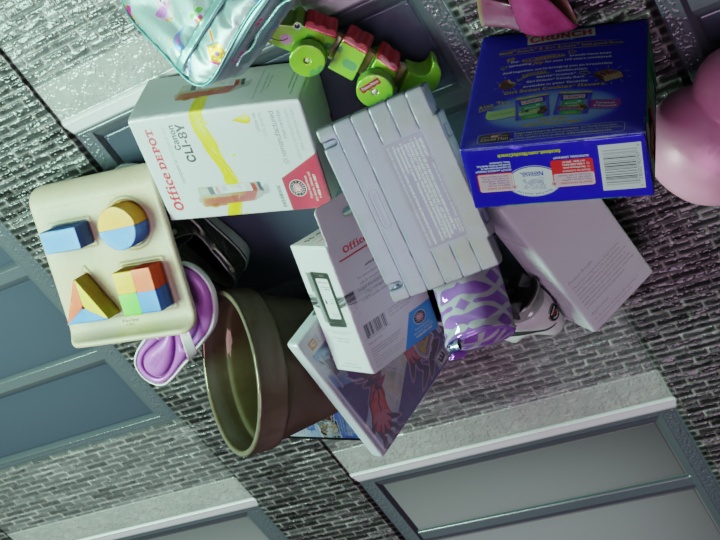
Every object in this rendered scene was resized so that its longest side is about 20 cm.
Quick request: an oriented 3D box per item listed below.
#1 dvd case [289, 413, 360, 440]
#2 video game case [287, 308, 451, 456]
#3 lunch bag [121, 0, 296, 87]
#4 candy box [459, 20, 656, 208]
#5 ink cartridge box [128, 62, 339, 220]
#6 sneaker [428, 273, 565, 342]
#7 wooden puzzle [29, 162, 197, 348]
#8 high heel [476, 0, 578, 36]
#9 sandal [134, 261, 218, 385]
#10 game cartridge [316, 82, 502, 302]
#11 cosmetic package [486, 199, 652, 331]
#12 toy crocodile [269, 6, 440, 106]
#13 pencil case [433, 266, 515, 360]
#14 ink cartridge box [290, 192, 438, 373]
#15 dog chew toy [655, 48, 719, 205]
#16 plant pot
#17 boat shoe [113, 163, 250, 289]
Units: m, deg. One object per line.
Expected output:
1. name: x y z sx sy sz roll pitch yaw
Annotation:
1. dvd case: -0.084 0.179 1.583 0.199 0.018 0.143 0 131 13
2. video game case: 0.021 0.090 1.375 0.023 0.182 0.200 4 138 47
3. lunch bag: -0.136 -0.285 1.105 0.160 0.077 0.200 50 129 12
4. candy box: 0.193 -0.152 1.099 0.169 0.200 0.077 -3 131 18
5. ink cartridge box: -0.133 -0.140 1.270 0.199 0.084 0.145 -4 131 17
6. sneaker: 0.150 0.051 1.341 0.088 0.074 0.200 39 160 -34
7. wooden puzzle: -0.296 -0.012 1.342 0.185 0.046 0.201 -8 100 27
8. high heel: 0.151 -0.304 1.065 0.096 0.068 0.200 8 148 20
9. sandal: -0.225 0.076 1.388 0.082 0.050 0.203 28 128 3
10. game cartridge: 0.053 -0.079 1.183 0.129 0.038 0.200 -21 102 16
11. cosmetic package: 0.220 -0.038 1.252 0.102 0.074 0.200 -44 115 -9
12. toy crocodile: -0.014 -0.225 1.178 0.200 0.068 0.062 23 127 -9
13. pencil case: 0.106 -0.005 1.257 0.084 0.200 0.085 -1 158 -32
14. ink cartridge box: 0.000 0.000 1.292 0.068 0.116 0.200 3 119 49
15. dog chew toy: 0.366 -0.159 1.110 0.124 0.125 0.200 27 124 -10
16. plant pot: -0.081 0.113 1.406 0.173 0.200 0.200 -7 138 -25
17. boat shoe: -0.219 -0.051 1.382 0.200 0.064 0.071 37 129 -18
